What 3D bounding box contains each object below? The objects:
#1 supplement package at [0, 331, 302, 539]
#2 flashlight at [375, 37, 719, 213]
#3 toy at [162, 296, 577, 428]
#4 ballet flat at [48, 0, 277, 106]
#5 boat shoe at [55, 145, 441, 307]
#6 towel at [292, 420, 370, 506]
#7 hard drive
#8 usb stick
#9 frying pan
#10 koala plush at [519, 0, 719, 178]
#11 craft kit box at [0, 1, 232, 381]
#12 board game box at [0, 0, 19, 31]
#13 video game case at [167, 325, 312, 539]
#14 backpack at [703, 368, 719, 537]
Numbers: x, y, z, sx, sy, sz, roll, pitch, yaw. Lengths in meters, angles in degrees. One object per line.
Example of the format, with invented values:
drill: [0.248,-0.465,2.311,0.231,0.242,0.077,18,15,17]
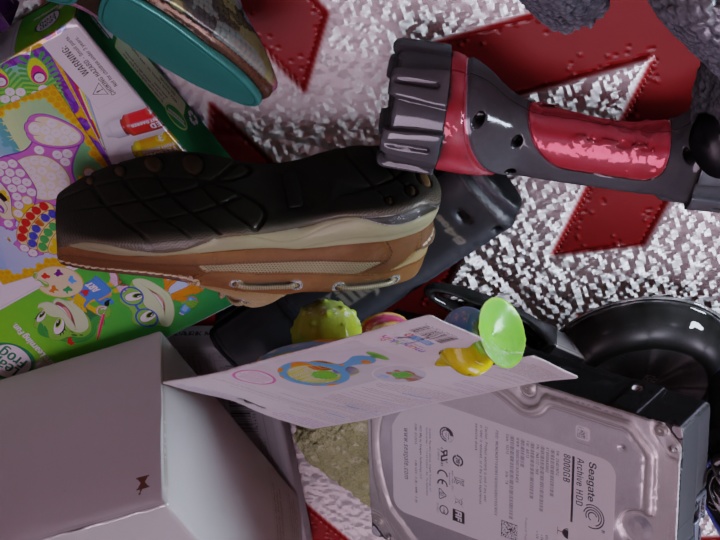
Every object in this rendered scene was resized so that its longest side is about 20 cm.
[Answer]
supplement package: [-0.121,0.147,1.163,0.116,0.118,0.200,-16,141,14]
flashlight: [0.110,-0.072,1.020,0.199,0.068,0.068,7,101,-1]
toy: [0.004,0.041,1.061,0.199,0.048,0.115,-11,155,44]
ballet flat: [-0.122,-0.151,0.976,0.199,0.072,0.069,23,162,-10]
boat shoe: [-0.057,-0.014,1.041,0.199,0.076,0.074,-2,130,-3]
towel: [0.071,0.120,1.224,0.200,0.037,0.148,35,129,-23]
hard drive: [0.092,0.112,1.102,0.199,0.038,0.140,17,122,31]
usb stick: [0.000,0.000,1.111,0.200,0.033,0.056,-34,106,27]
frying pan: [0.136,0.039,1.126,0.115,0.031,0.190,-30,134,26]
koala plush: [0.194,-0.107,0.889,0.184,0.177,0.201,-38,120,-14]
craft kit box: [-0.171,-0.033,1.097,0.197,0.049,0.200,-25,125,22]
board game box: [-0.274,-0.182,0.997,0.119,0.032,0.200,-20,126,20]
video game case: [-0.131,0.110,1.256,0.181,0.023,0.201,-1,134,9]
backpack: [0.300,0.123,1.111,0.182,0.147,0.201,-15,120,27]
